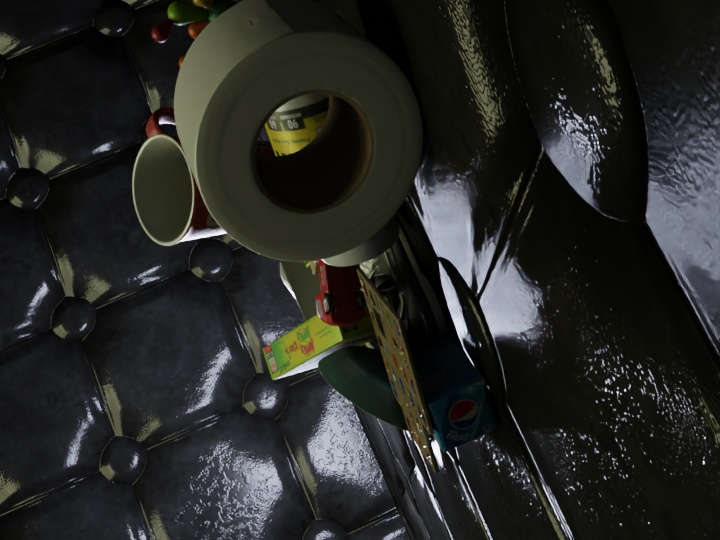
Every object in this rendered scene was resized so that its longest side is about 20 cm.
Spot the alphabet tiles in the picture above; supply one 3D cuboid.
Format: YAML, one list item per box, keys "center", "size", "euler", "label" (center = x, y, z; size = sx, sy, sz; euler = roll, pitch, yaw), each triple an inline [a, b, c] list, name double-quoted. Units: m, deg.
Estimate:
- center: [0.045, 0.113, 1.086]
  size: [0.167, 0.007, 0.203]
  euler: [-130, 21, -67]
  label: "alphabet tiles"

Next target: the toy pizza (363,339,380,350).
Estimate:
- center: [0.022, 0.113, 1.465]
  size: [0.201, 0.032, 0.200]
  euler: [51, -177, -4]
  label: "toy pizza"

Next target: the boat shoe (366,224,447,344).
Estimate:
- center: [0.033, 0.002, 1.150]
  size: [0.073, 0.062, 0.202]
  euler: [77, 169, -54]
  label: "boat shoe"

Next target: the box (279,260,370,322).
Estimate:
- center: [-0.049, -0.044, 1.360]
  size: [0.200, 0.047, 0.196]
  euler: [-38, 70, 52]
  label: "box"

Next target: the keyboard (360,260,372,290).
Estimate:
- center: [0.000, 0.000, 1.266]
  size: [0.199, 0.011, 0.057]
  euler: [30, 124, 43]
  label: "keyboard"

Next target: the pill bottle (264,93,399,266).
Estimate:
- center: [-0.029, -0.115, 1.061]
  size: [0.114, 0.113, 0.202]
  euler: [-126, 15, -62]
  label: "pill bottle"

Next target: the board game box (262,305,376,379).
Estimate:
- center: [-0.040, 0.088, 1.339]
  size: [0.199, 0.100, 0.048]
  euler: [-33, 73, 52]
  label: "board game box"

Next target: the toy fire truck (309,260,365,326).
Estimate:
- center: [-0.045, -0.032, 1.231]
  size: [0.141, 0.048, 0.204]
  euler: [169, 94, -72]
  label: "toy fire truck"

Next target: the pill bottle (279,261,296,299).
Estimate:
- center: [-0.060, 0.020, 1.692]
  size: [0.116, 0.113, 0.200]
  euler: [64, -179, 23]
  label: "pill bottle"

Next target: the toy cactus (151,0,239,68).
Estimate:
- center: [-0.118, -0.268, 1.125]
  size: [0.198, 0.167, 0.102]
  euler: [27, 163, 0]
  label: "toy cactus"

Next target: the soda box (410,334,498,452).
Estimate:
- center: [0.081, 0.116, 1.115]
  size: [0.200, 0.067, 0.065]
  euler: [-127, 17, -65]
  label: "soda box"

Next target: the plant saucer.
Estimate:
- center: [0.042, 0.145, 1.267]
  size: [0.197, 0.036, 0.200]
  euler: [25, -170, -5]
  label: "plant saucer"

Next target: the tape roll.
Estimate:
- center: [-0.059, -0.127, 0.888]
  size: [0.139, 0.200, 0.205]
  euler: [-124, 13, -58]
  label: "tape roll"

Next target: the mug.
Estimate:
- center: [-0.177, -0.130, 1.288]
  size: [0.132, 0.198, 0.181]
  euler: [-8, 90, 45]
  label: "mug"
